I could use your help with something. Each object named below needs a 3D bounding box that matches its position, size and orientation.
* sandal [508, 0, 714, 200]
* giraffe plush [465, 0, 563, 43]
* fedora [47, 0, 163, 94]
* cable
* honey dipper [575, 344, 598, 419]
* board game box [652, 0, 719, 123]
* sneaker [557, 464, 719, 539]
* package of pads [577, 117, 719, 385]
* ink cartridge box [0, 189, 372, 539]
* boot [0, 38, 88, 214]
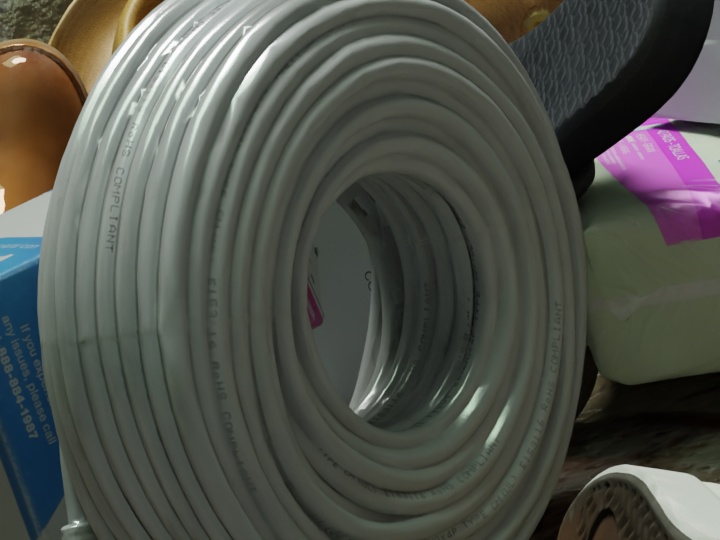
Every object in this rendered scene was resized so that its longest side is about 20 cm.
[{"bbox_3d":[0.067,-0.048,0.728,0.043,0.076,0.200,17,-21,-19],"label":"sandal"},{"bbox_3d":[0.076,-0.127,0.913,0.172,0.200,0.162,-32,-25,23],"label":"giraffe plush"},{"bbox_3d":[-0.051,-0.084,0.968,0.200,0.201,0.082,-20,-17,-9],"label":"fedora"},{"bbox_3d":[-0.008,0.009,0.629,0.069,0.201,0.200,-1,15,41],"label":"cable"},{"bbox_3d":[0.000,0.000,0.803,0.200,0.038,0.038,31,41,30],"label":"honey dipper"},{"bbox_3d":[0.221,-0.100,0.777,0.200,0.064,0.147,-14,14,-25],"label":"board game box"},{"bbox_3d":[0.103,0.090,0.484,0.084,0.073,0.200,13,-3,-15],"label":"sneaker"},{"bbox_3d":[0.171,-0.022,0.772,0.199,0.068,0.155,-9,13,3],"label":"package of pads"},{"bbox_3d":[-0.055,0.037,0.702,0.085,0.145,0.200,-6,18,45],"label":"ink cartridge box"},{"bbox_3d":[-0.149,0.008,0.886,0.073,0.201,0.155,5,10,-5],"label":"boot"}]
